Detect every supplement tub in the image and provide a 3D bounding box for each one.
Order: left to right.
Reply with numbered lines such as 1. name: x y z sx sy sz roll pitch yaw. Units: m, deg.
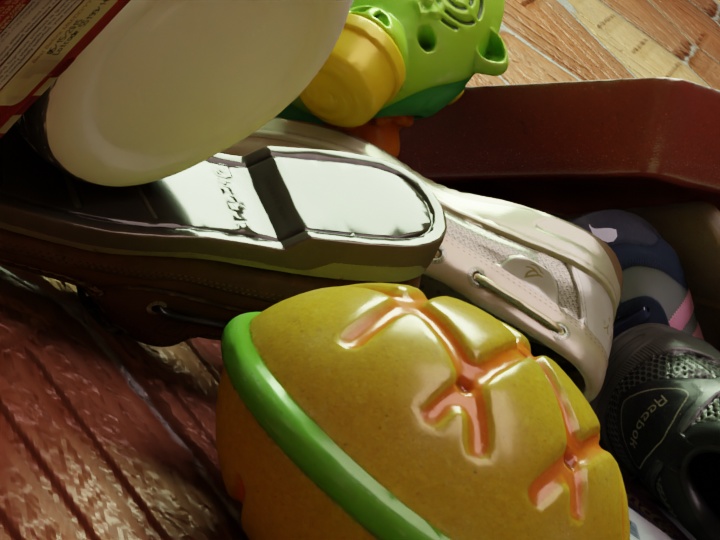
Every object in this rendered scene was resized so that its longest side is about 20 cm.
1. supplement tub: -0.100 -0.135 0.813 0.200 0.123 0.122 53 20 26

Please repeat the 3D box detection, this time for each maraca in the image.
1. maraca: 0.037 0.077 0.783 0.200 0.107 0.137 36 15 -17

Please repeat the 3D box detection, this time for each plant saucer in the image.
1. plant saucer: 0.106 -0.046 1.079 0.199 0.037 0.199 0 -7 40

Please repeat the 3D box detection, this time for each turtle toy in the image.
1. turtle toy: -0.029 -0.112 0.999 0.199 0.101 0.146 24 54 20

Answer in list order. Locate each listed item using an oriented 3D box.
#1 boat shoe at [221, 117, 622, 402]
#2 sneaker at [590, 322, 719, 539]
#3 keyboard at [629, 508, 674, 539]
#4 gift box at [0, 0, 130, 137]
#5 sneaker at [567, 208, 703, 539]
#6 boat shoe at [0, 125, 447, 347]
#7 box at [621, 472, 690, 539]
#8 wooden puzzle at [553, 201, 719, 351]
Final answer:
1. boat shoe: 0.000 0.000 0.932 0.199 0.072 0.065 18 46 -4
2. sneaker: 0.186 0.095 0.984 0.199 0.076 0.114 25 17 -31
3. keyboard: 0.093 0.094 0.904 0.200 0.011 0.056 36 11 -14
4. gift box: -0.179 -0.111 0.684 0.187 0.184 0.200 51 15 11
5. sneaker: 0.120 0.048 1.035 0.082 0.070 0.200 66 7 33
6. boat shoe: -0.070 -0.006 0.842 0.199 0.068 0.072 11 37 -21
7. box: 0.099 0.126 0.916 0.200 0.039 0.137 44 17 15
8. wooden puzzle: 0.174 0.034 1.130 0.200 0.046 0.185 42 -21 -21
